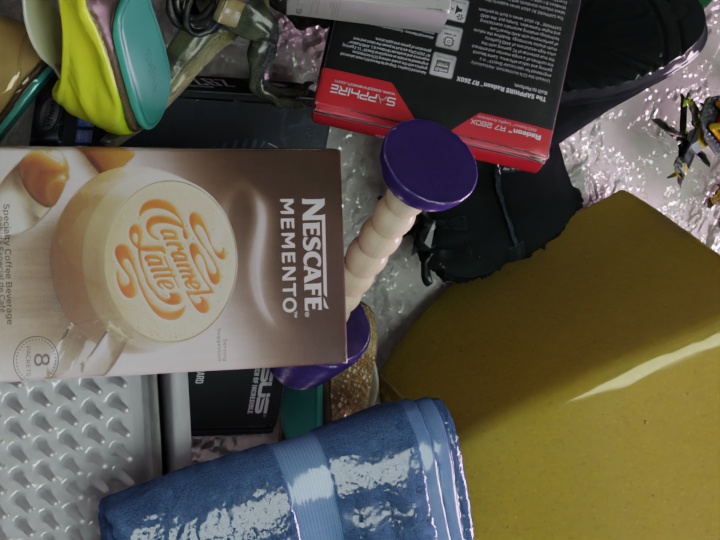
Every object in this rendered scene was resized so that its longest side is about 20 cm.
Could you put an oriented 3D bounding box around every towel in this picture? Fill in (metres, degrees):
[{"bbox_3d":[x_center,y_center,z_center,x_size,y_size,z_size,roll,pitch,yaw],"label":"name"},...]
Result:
[{"bbox_3d":[-0.037,0.142,1.209,0.200,0.049,0.112,-16,116,-14],"label":"towel"}]

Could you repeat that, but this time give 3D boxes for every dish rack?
[{"bbox_3d":[-0.186,0.102,1.176,0.200,0.044,0.172,-13,114,-27],"label":"dish rack"}]

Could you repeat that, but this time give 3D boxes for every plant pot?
[{"bbox_3d":[0.125,0.096,1.338,0.200,0.196,0.194,-19,117,-14],"label":"plant pot"}]

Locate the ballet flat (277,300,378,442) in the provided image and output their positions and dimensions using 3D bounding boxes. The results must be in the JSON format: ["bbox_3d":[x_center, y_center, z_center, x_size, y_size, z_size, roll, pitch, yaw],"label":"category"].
[{"bbox_3d":[-0.017,0.107,1.324,0.065,0.070,0.200,-15,120,-42],"label":"ballet flat"}]

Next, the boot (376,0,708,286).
[{"bbox_3d":[0.102,-0.073,1.268,0.198,0.073,0.163,-23,148,-3],"label":"boot"}]

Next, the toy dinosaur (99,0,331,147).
[{"bbox_3d":[-0.055,-0.134,1.179,0.088,0.047,0.200,31,85,-28],"label":"toy dinosaur"}]

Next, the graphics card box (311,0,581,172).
[{"bbox_3d":[0.055,-0.160,1.169,0.125,0.051,0.200,12,83,-1],"label":"graphics card box"}]

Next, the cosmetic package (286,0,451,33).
[{"bbox_3d":[0.014,-0.224,1.125,0.082,0.051,0.200,7,82,-1],"label":"cosmetic package"}]

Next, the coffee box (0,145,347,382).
[{"bbox_3d":[-0.112,-0.006,1.118,0.200,0.080,0.114,-3,91,-30],"label":"coffee box"}]

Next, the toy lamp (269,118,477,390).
[{"bbox_3d":[0.000,0.000,1.182,0.058,0.058,0.200,-7,153,-29],"label":"toy lamp"}]

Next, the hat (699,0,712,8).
[{"bbox_3d":[0.112,-0.227,1.302,0.166,0.176,0.200,-19,156,-23],"label":"hat"}]

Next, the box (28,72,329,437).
[{"bbox_3d":[-0.109,-0.007,1.234,0.160,0.044,0.200,2,107,-31],"label":"box"}]

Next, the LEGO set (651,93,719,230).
[{"bbox_3d":[0.264,-0.088,1.416,0.200,0.116,0.154,36,58,-40],"label":"LEGO set"}]

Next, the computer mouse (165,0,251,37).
[{"bbox_3d":[-0.138,-0.193,1.116,0.200,0.044,0.110,18,109,-7],"label":"computer mouse"}]

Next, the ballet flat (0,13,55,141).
[{"bbox_3d":[-0.230,-0.046,1.145,0.063,0.069,0.200,33,86,-8],"label":"ballet flat"}]

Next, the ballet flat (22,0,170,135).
[{"bbox_3d":[-0.132,-0.143,1.065,0.200,0.067,0.067,91,22,-49],"label":"ballet flat"}]
